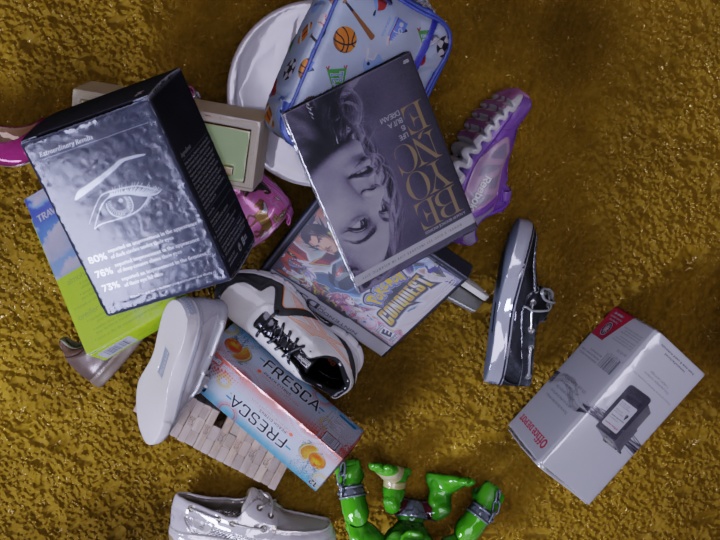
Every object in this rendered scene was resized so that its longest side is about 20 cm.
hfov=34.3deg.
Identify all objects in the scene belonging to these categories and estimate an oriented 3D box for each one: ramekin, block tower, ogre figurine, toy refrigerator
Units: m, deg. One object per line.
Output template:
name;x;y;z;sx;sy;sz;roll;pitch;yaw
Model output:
ramekin;-0.048;-0.196;1.297;0.201;0.094;0.204;-1;99;-5
block tower;-0.166;0.186;1.364;0.199;0.054;0.058;28;96;-7
ogre figurine;0.064;0.296;1.383;0.199;0.098;0.121;12;79;-21
toy refrigerator;-0.200;-0.142;1.223;0.198;0.070;0.076;11;107;2

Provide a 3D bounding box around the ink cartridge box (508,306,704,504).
ink cartridge box;0.279;0.153;1.348;0.083;0.145;0.200;40;93;-11

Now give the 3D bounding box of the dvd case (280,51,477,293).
dvd case;0.023;-0.098;1.180;0.148;0.016;0.201;-28;109;-15

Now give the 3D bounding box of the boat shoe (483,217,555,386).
boat shoe;0.192;0.040;1.360;0.068;0.074;0.201;8;98;-1

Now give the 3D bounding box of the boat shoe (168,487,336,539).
boat shoe;-0.126;0.292;1.374;0.198;0.071;0.070;3;100;-4

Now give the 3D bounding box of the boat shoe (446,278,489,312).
boat shoe;0.050;0.002;1.347;0.201;0.072;0.061;27;94;-1

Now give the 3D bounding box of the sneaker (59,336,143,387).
sneaker;-0.263;0.039;1.327;0.075;0.070;0.200;39;93;-8

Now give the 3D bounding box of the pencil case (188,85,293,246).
pencil case;-0.164;-0.113;1.308;0.200;0.086;0.083;49;61;-9

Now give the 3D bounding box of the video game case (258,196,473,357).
video game case;0.000;0.000;1.298;0.180;0.200;0.026;34;50;-8

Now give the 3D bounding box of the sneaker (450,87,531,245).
sneaker;0.142;-0.112;1.338;0.088;0.081;0.201;30;100;-15

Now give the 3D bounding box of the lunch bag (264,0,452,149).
lunch bag;0.004;-0.200;1.202;0.160;0.076;0.201;25;94;-27

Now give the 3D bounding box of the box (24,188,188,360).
box;-0.281;-0.017;1.293;0.121;0.048;0.201;-29;73;6

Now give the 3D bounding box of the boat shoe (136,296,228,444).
boat shoe;-0.194;0.109;1.276;0.068;0.072;0.201;-4;125;-36

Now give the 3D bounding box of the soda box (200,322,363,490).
soda box;-0.097;0.154;1.329;0.200;0.064;0.069;40;125;4

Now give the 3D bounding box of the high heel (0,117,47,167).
high heel;-0.405;-0.160;1.285;0.199;0.067;0.097;-19;110;2

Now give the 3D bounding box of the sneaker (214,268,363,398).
sneaker;-0.079;0.071;1.322;0.199;0.080;0.074;33;112;-12

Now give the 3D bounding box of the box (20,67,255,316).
box;-0.216;-0.077;1.157;0.147;0.104;0.201;-15;111;16
